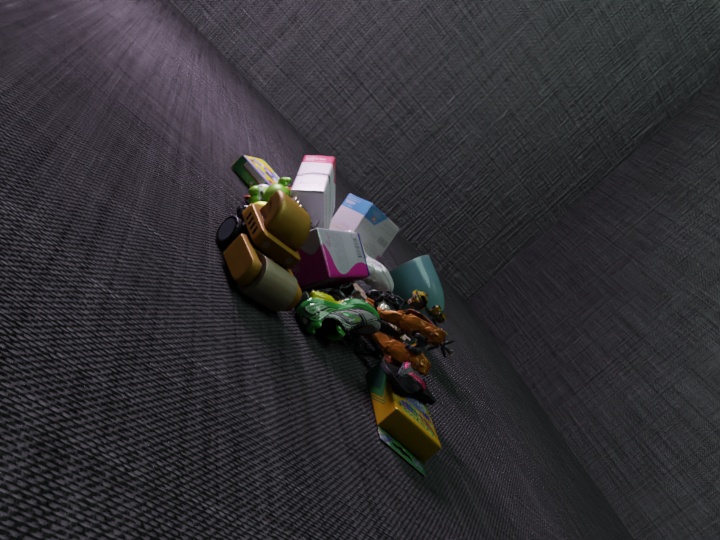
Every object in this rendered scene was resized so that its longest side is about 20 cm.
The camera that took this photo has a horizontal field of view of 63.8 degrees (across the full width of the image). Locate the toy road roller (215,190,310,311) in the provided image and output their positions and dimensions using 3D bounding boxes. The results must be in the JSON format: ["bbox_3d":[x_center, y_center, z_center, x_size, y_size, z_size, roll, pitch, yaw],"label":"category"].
[{"bbox_3d":[-0.150,-0.044,1.000,0.123,0.146,0.201,37,15,-42],"label":"toy road roller"}]

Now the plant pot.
[{"bbox_3d":[0.150,0.076,1.680,0.162,0.199,0.200,62,14,11],"label":"plant pot"}]

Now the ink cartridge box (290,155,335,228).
[{"bbox_3d":[-0.113,-0.173,1.414,0.201,0.083,0.146,-81,174,-56],"label":"ink cartridge box"}]

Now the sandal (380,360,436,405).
[{"bbox_3d":[0.100,0.207,1.106,0.200,0.045,0.075,35,17,-51],"label":"sandal"}]

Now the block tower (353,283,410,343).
[{"bbox_3d":[0.029,0.114,1.367,0.200,0.054,0.058,45,11,6],"label":"block tower"}]

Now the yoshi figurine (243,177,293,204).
[{"bbox_3d":[-0.192,-0.165,1.381,0.113,0.111,0.200,56,15,8],"label":"yoshi figurine"}]

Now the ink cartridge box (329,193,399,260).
[{"bbox_3d":[-0.019,-0.081,1.572,0.128,0.201,0.125,38,-4,-39],"label":"ink cartridge box"}]

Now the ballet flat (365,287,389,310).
[{"bbox_3d":[0.044,0.099,1.481,0.074,0.074,0.201,42,13,-26],"label":"ballet flat"}]

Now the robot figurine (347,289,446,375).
[{"bbox_3d":[0.068,0.129,1.200,0.198,0.146,0.058,26,-7,20],"label":"robot figurine"}]

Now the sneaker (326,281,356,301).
[{"bbox_3d":[-0.035,0.064,1.250,0.077,0.082,0.200,48,11,1],"label":"sneaker"}]

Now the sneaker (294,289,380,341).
[{"bbox_3d":[-0.039,0.103,1.110,0.198,0.078,0.086,12,44,-39],"label":"sneaker"}]

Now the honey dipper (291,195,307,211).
[{"bbox_3d":[-0.105,-0.082,1.332,0.201,0.038,0.038,54,7,-26],"label":"honey dipper"}]

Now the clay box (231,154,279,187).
[{"bbox_3d":[-0.259,-0.246,1.545,0.115,0.048,0.200,48,11,0],"label":"clay box"}]

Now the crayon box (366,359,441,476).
[{"bbox_3d":[0.080,0.267,1.076,0.126,0.051,0.200,44,12,-21],"label":"crayon box"}]

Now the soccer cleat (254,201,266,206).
[{"bbox_3d":[-0.164,-0.075,1.280,0.200,0.065,0.084,44,14,-21],"label":"soccer cleat"}]

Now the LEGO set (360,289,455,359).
[{"bbox_3d":[0.096,0.143,1.259,0.116,0.198,0.155,-83,150,-76],"label":"LEGO set"}]

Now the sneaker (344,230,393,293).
[{"bbox_3d":[0.000,0.000,1.459,0.200,0.075,0.089,48,49,-13],"label":"sneaker"}]

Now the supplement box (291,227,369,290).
[{"bbox_3d":[-0.072,-0.021,1.213,0.200,0.102,0.103,2,72,-67],"label":"supplement box"}]

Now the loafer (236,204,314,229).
[{"bbox_3d":[-0.170,-0.095,1.202,0.199,0.068,0.071,9,55,-47],"label":"loafer"}]
